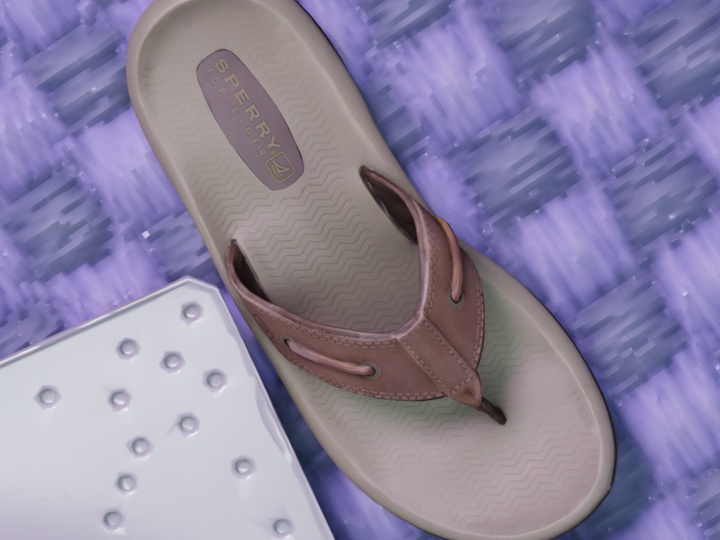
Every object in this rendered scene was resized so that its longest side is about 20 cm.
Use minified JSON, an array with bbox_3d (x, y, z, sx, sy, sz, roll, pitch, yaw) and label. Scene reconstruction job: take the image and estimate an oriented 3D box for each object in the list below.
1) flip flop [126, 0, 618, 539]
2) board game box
[{"bbox_3d":[0.000,0.000,0.873,0.081,0.058,0.200,-33,95,4],"label":"flip flop"},{"bbox_3d":[-0.095,0.128,0.893,0.200,0.026,0.200,-24,101,0],"label":"board game box"}]
